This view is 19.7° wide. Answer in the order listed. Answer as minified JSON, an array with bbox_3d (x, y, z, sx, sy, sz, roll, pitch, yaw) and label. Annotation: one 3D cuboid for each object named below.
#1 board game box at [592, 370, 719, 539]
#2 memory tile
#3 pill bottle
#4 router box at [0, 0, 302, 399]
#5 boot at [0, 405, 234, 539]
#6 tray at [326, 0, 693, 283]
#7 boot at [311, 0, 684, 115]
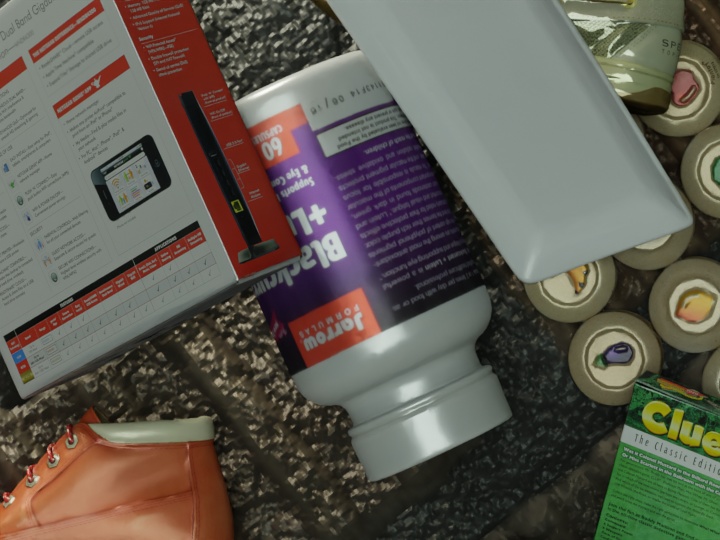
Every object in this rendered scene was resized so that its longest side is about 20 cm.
[{"bbox_3d":[0.218,0.134,1.041,0.199,0.023,0.106,22,115,22],"label":"board game box"},{"bbox_3d":[0.164,-0.004,1.088,0.153,0.017,0.201,-32,87,8],"label":"memory tile"},{"bbox_3d":[0.000,0.000,1.064,0.111,0.111,0.201,-25,87,8],"label":"pill bottle"},{"bbox_3d":[-0.140,-0.050,1.061,0.199,0.049,0.181,-26,87,44],"label":"router box"},{"bbox_3d":[-0.166,0.129,1.116,0.198,0.075,0.108,-5,87,0],"label":"boot"},{"bbox_3d":[0.076,-0.087,1.032,0.107,0.022,0.201,-21,117,32],"label":"tray"},{"bbox_3d":[0.081,-0.176,1.070,0.198,0.072,0.156,16,90,12],"label":"boot"}]
